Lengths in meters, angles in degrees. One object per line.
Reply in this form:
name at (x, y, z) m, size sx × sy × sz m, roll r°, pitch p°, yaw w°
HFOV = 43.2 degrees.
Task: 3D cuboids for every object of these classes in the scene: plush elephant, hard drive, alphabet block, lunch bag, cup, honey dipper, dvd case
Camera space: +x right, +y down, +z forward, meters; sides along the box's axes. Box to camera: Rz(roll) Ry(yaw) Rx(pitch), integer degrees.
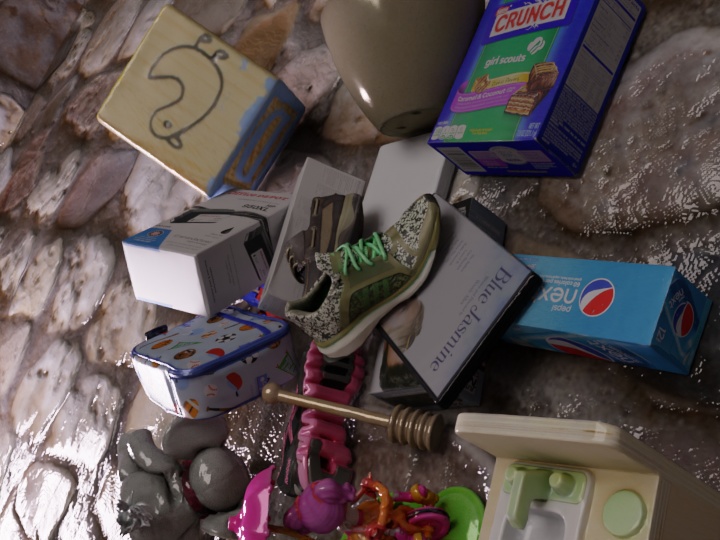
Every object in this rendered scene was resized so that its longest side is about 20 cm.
plush elephant at (-0.193, 0.247, 1.039) m, size 0.200 × 0.153 × 0.167 m, roll 139°, pitch 112°, yaw -80°
hard drive at (0.044, -0.065, 1.070) m, size 0.131 × 0.027 × 0.203 m, roll -6°, pitch 61°, yaw 50°
alphabet block at (-0.222, -0.227, 1.311) m, size 0.197 × 0.199 × 0.196 m, roll -57°, pitch -7°, yaw 1°
lunch bag at (-0.166, 0.097, 1.038) m, size 0.159 × 0.077 × 0.199 m, roll -25°, pitch 19°, yaw -27°
cup at (0.059, -0.242, 1.068) m, size 0.199 × 0.198 × 0.146 m, roll -17°, pitch 77°, yaw 43°
honey dipper at (-0.013, 0.139, 0.906) m, size 0.197 × 0.038 × 0.038 m, roll 11°, pitch 70°, yaw 26°
dvd case at (0.076, 0.021, 0.863) m, size 0.143 × 0.017 × 0.200 m, roll -54°, pitch 33°, yaw 8°

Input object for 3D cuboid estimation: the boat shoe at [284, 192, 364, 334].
boat shoe at (-0.047, -0.008, 1.025) m, size 0.072 × 0.075 × 0.202 m, roll 6°, pitch 45°, yaw 11°

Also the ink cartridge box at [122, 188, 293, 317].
ink cartridge box at (-0.176, -0.030, 1.154) m, size 0.143 × 0.086 × 0.199 m, roll 9°, pitch 29°, yaw 37°

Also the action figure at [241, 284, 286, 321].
action figure at (-0.127, 0.031, 1.193) m, size 0.199 × 0.051 × 0.066 m, roll 29°, pitch 93°, yaw 51°

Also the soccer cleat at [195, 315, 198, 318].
soccer cleat at (-0.170, 0.095, 1.199) m, size 0.075 × 0.067 × 0.201 m, roll -21°, pitch 35°, yaw 0°

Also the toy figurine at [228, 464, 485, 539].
toy figurine at (-0.018, 0.229, 0.788) m, size 0.199 × 0.183 × 0.152 m, roll -37°, pitch 40°, yaw 27°

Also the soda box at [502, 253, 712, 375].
soda box at (0.190, 0.033, 0.780) m, size 0.199 × 0.064 × 0.069 m, roll 6°, pitch 69°, yaw 53°

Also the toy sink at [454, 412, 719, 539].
toy sink at (0.154, 0.183, 0.593) m, size 0.129 × 0.199 × 0.114 m, roll -6°, pitch 59°, yaw 48°

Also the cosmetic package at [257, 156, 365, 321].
cosmetic package at (-0.057, -0.033, 1.103) m, size 0.051 × 0.081 × 0.202 m, roll 125°, pitch 163°, yaw -57°

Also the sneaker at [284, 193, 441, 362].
sneaker at (0.000, 0.000, 0.884) m, size 0.201 × 0.088 × 0.077 m, roll -50°, pitch 33°, yaw 16°

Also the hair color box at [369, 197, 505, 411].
hair color box at (0.080, 0.036, 0.919) m, size 0.098 × 0.060 × 0.203 m, roll -16°, pitch 53°, yaw 45°

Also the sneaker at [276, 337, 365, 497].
sneaker at (-0.052, 0.155, 0.994) m, size 0.095 × 0.078 × 0.203 m, roll -33°, pitch 39°, yaw 49°

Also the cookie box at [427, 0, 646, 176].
cookie box at (0.182, -0.206, 0.960) m, size 0.170 × 0.075 × 0.202 m, roll 9°, pitch 71°, yaw 54°
